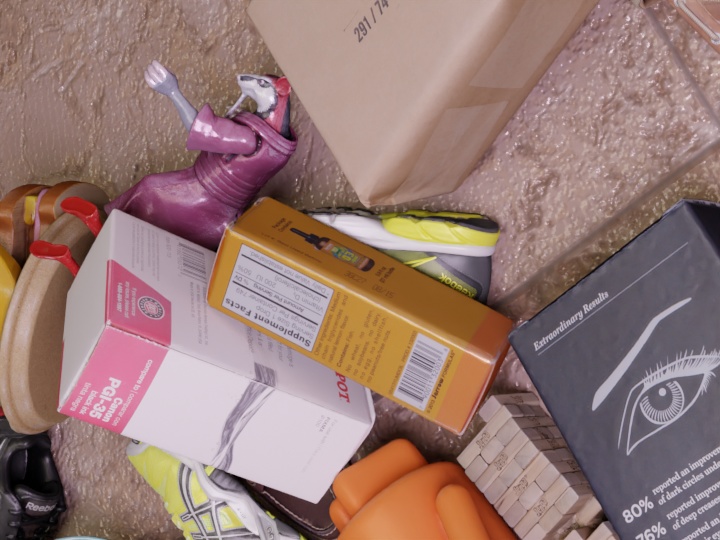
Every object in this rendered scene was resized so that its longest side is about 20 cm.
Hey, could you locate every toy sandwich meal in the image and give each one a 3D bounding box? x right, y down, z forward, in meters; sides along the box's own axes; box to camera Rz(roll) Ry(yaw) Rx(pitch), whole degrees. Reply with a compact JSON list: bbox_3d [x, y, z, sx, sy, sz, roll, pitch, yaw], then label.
[{"bbox_3d":[-0.253,0.027,1.139,0.069,0.205,0.208,15,98,14],"label":"toy sandwich meal"}]

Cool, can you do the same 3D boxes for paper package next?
[{"bbox_3d":[0.036,-0.182,0.964,0.192,0.103,0.201,58,133,24],"label":"paper package"}]

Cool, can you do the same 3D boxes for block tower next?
[{"bbox_3d":[0.144,0.170,0.925,0.058,0.054,0.201,-51,61,23],"label":"block tower"}]

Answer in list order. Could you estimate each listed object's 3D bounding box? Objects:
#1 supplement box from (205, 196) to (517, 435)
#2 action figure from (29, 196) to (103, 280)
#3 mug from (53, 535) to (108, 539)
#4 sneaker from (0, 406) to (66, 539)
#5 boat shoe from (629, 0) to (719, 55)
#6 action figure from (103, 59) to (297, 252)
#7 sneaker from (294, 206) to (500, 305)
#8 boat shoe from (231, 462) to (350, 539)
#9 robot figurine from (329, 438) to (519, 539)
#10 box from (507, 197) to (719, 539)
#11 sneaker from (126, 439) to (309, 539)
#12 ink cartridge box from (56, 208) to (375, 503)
[{"bbox_3d":[-0.001,0.028,0.953,0.198,0.067,0.069,29,118,9],"label":"supplement box"},{"bbox_3d":[-0.190,0.024,1.108,0.051,0.201,0.066,12,60,27],"label":"action figure"},{"bbox_3d":[-0.234,0.309,1.126,0.152,0.185,0.115,40,156,8],"label":"mug"},{"bbox_3d":[-0.304,0.222,1.243,0.097,0.070,0.204,2,88,38],"label":"sneaker"},{"bbox_3d":[0.183,-0.201,0.898,0.200,0.075,0.072,46,116,30],"label":"boat shoe"},{"bbox_3d":[-0.102,-0.068,1.067,0.200,0.133,0.150,-46,64,29],"label":"action figure"},{"bbox_3d":[0.000,0.000,1.010,0.197,0.074,0.086,3,96,23],"label":"sneaker"},{"bbox_3d":[-0.082,0.134,1.081,0.200,0.072,0.073,43,112,29],"label":"boat shoe"},{"bbox_3d":[0.057,0.209,0.948,0.144,0.116,0.201,-50,62,24],"label":"robot figurine"},{"bbox_3d":[0.207,0.081,0.851,0.148,0.104,0.202,-39,66,29],"label":"box"},{"bbox_3d":[-0.104,0.194,1.059,0.199,0.075,0.077,37,81,17],"label":"sneaker"},{"bbox_3d":[-0.100,0.060,0.993,0.083,0.198,0.147,-56,23,24],"label":"ink cartridge box"}]
